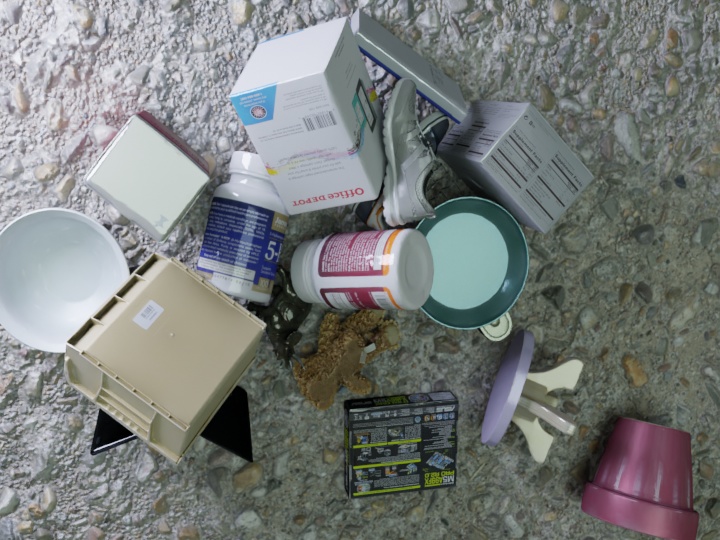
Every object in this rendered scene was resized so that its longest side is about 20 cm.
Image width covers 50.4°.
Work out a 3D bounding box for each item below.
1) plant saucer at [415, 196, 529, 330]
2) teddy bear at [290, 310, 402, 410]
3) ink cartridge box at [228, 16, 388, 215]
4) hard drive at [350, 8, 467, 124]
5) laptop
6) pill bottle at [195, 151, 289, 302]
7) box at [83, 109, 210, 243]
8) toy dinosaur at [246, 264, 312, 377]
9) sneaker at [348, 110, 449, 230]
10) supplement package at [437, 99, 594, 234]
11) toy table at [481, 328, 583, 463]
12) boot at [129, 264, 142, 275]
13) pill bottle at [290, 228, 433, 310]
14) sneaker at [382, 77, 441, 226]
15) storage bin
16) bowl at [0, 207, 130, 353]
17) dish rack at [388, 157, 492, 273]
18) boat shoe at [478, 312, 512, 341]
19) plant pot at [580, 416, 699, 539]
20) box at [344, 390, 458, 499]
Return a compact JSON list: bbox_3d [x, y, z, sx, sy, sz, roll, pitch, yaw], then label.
[{"bbox_3d":[0.162,-0.012,1.182,0.194,0.036,0.206,-1,99,-7],"label":"plant saucer"},{"bbox_3d":[-0.022,0.133,1.250,0.144,0.067,0.202,36,86,-27],"label":"teddy bear"},{"bbox_3d":[-0.060,-0.209,1.061,0.143,0.148,0.202,-8,130,22],"label":"ink cartridge box"},{"bbox_3d":[0.070,-0.304,1.135,0.198,0.133,0.025,32,117,-18],"label":"hard drive"},{"bbox_3d":[-0.275,0.220,1.137,0.196,0.188,0.118,-20,116,-2],"label":"laptop"},{"bbox_3d":[-0.168,-0.064,1.129,0.117,0.119,0.205,13,88,-16],"label":"pill bottle"},{"bbox_3d":[-0.285,-0.135,1.048,0.127,0.200,0.110,39,93,-18],"label":"box"},{"bbox_3d":[-0.115,0.054,1.207,0.101,0.076,0.204,29,73,-29],"label":"toy dinosaur"},{"bbox_3d":[0.075,-0.142,1.143,0.079,0.078,0.200,45,97,12],"label":"sneaker"},{"bbox_3d":[0.228,-0.164,1.165,0.155,0.200,0.111,42,91,-19],"label":"supplement package"},{"bbox_3d":[0.290,0.215,1.286,0.115,0.184,0.204,20,110,-1],"label":"toy table"},{"bbox_3d":[-0.272,0.051,1.167,0.196,0.077,0.142,-3,82,-30],"label":"boot"},{"bbox_3d":[0.000,0.000,1.132,0.113,0.196,0.118,2,88,-55],"label":"pill bottle"},{"bbox_3d":[0.076,-0.165,1.073,0.080,0.075,0.206,1,95,13],"label":"sneaker"},{"bbox_3d":[-0.261,0.109,1.032,0.196,0.094,0.201,34,49,2],"label":"storage bin"},{"bbox_3d":[-0.423,0.008,1.099,0.195,0.090,0.207,-1,100,-6],"label":"bowl"},{"bbox_3d":[0.094,-0.110,1.210,0.153,0.055,0.201,-39,98,-3],"label":"dish rack"},{"bbox_3d":[0.185,0.020,1.270,0.070,0.068,0.204,-25,91,1],"label":"boat shoe"},{"bbox_3d":[0.508,0.365,1.364,0.195,0.200,0.184,15,83,-16],"label":"plant pot"},{"bbox_3d":[0.070,0.298,1.311,0.194,0.044,0.165,-3,103,-12],"label":"box"}]
